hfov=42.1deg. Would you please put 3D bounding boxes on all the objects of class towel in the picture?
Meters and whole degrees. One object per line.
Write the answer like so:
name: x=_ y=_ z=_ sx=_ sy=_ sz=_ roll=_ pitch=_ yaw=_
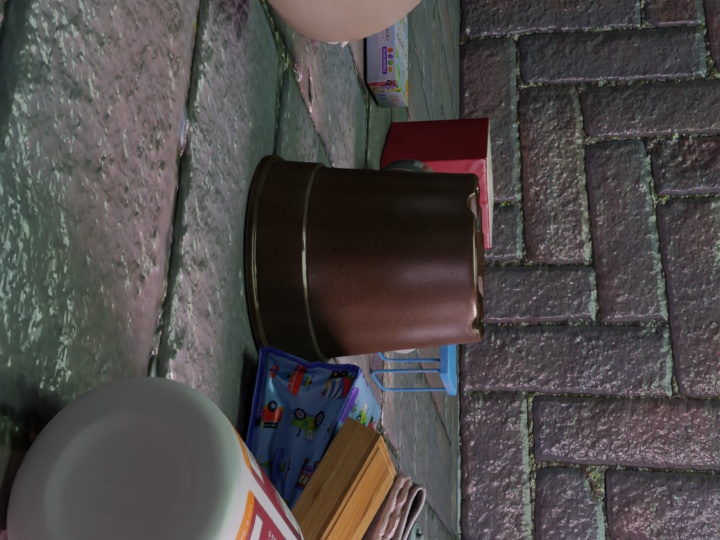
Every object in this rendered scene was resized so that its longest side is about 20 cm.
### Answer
towel: x=-0.001 y=0.278 z=0.868 sx=0.191 sy=0.032 sz=0.203 roll=128 pitch=-14 yaw=-80

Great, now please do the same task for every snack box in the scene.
snack box: x=0.043 y=-0.372 z=1.461 sx=0.142 sy=0.052 sz=0.205 roll=26 pitch=63 yaw=-77

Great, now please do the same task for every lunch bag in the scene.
lunch bag: x=-0.052 y=0.189 z=0.801 sx=0.151 sy=0.092 sz=0.204 roll=68 pitch=34 yaw=-67

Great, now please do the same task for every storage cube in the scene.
storage cube: x=0.138 y=-0.151 z=1.618 sx=0.201 sy=0.176 sz=0.174 roll=-72 pitch=158 yaw=-58

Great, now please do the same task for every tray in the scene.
tray: x=-0.039 y=0.224 z=0.730 sx=0.202 sy=0.036 sz=0.099 roll=-58 pitch=157 yaw=-21

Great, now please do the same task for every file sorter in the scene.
file sorter: x=0.085 y=0.077 z=1.442 sx=0.139 sy=0.120 sz=0.204 roll=62 pitch=28 yaw=-68

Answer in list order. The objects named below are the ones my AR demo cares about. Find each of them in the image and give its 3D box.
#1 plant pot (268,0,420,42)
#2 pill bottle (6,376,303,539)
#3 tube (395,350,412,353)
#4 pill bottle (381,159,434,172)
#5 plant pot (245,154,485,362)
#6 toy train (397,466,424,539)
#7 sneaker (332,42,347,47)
plant pot: x=-0.044 y=-0.304 z=0.702 sx=0.199 sy=0.184 sz=0.192 roll=27 pitch=61 yaw=-62
pill bottle: x=-0.090 y=0.148 z=0.489 sx=0.201 sy=0.110 sz=0.115 roll=73 pitch=19 yaw=-55
tube: x=0.073 y=0.046 z=1.604 sx=0.078 sy=0.049 sz=0.203 roll=83 pitch=6 yaw=-47
pill bottle: x=0.064 y=-0.100 z=1.370 sx=0.200 sy=0.113 sz=0.119 roll=-55 pitch=142 yaw=-72
plant pot: x=0.015 y=-0.009 z=0.860 sx=0.200 sy=0.194 sz=0.205 roll=-2 pitch=90 yaw=-79
toy train: x=0.036 y=0.369 z=1.262 sx=0.114 sy=0.083 sz=0.205 roll=1 pitch=88 yaw=-70
sneaker: x=-0.025 y=-0.299 z=1.075 sx=0.200 sy=0.069 sz=0.082 roll=-22 pitch=125 yaw=-76
